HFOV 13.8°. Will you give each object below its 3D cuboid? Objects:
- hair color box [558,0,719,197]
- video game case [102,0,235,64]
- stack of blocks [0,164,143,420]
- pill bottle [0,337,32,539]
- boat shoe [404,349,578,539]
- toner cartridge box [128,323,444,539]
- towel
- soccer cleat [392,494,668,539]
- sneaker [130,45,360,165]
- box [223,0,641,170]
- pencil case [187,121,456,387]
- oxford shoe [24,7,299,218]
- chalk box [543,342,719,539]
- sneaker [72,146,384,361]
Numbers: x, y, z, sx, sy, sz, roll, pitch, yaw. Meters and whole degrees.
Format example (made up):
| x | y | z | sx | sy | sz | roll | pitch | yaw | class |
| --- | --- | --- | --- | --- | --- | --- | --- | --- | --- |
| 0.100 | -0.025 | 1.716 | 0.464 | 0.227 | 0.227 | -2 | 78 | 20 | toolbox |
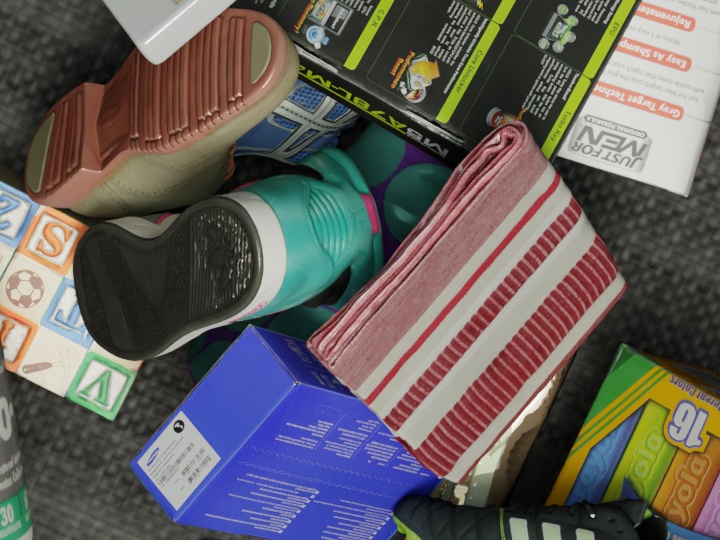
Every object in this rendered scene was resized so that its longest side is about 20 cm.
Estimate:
| x | y | z | sx | sy | sz | roll | pitch | yaw | class |
| --- | --- | --- | --- | --- | --- | --- | --- | --- | --- |
| 0.151 | -0.151 | 1.560 | 0.101 | 0.061 | 0.201 | 17 | 97 | -8 | hair color box |
| -0.068 | -0.220 | 1.462 | 0.200 | 0.182 | 0.023 | -40 | 142 | 2 | video game case |
| -0.204 | 0.004 | 1.553 | 0.199 | 0.059 | 0.116 | 27 | 97 | -10 | stack of blocks |
| -0.231 | 0.050 | 1.471 | 0.112 | 0.113 | 0.201 | -9 | 102 | -4 | pill bottle |
| 0.049 | 0.100 | 1.599 | 0.076 | 0.072 | 0.201 | 25 | 91 | 7 | boat shoe |
| -0.023 | 0.089 | 1.490 | 0.095 | 0.200 | 0.043 | -47 | 62 | 13 | toner cartridge box |
| 0.057 | 0.020 | 1.444 | 0.023 | 0.200 | 0.144 | 40 | 86 | 28 | towel |
| 0.106 | 0.145 | 1.501 | 0.199 | 0.067 | 0.081 | 22 | 80 | 34 | soccer cleat |
| -0.020 | -0.104 | 1.555 | 0.199 | 0.076 | 0.077 | -13 | 122 | -2 | sneaker |
| 0.048 | -0.164 | 1.473 | 0.192 | 0.048 | 0.201 | 29 | 76 | -2 | box |
| 0.000 | 0.000 | 1.540 | 0.092 | 0.085 | 0.200 | 45 | 111 | 18 | pencil case |
| -0.085 | -0.075 | 1.474 | 0.074 | 0.200 | 0.071 | 20 | 64 | -34 | oxford shoe |
| 0.169 | 0.160 | 1.563 | 0.125 | 0.124 | 0.201 | 16 | 101 | -52 | chalk box |
| -0.053 | -0.010 | 1.467 | 0.120 | 0.200 | 0.084 | -11 | 90 | -33 | sneaker |
